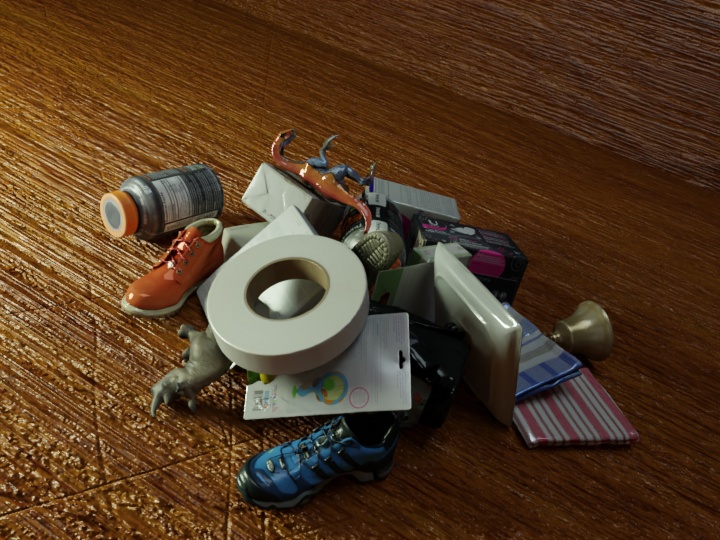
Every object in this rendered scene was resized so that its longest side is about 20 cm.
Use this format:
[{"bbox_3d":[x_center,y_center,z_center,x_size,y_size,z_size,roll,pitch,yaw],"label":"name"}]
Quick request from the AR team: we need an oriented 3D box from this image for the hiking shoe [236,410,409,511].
[{"bbox_3d":[-0.043,0.196,0.639,0.196,0.088,0.075,-5,36,-34],"label":"hiking shoe"}]

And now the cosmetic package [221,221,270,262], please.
[{"bbox_3d":[-0.134,0.006,0.926,0.102,0.075,0.199,-14,43,-42],"label":"cosmetic package"}]

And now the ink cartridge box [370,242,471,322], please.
[{"bbox_3d":[0.075,0.038,0.905,0.196,0.148,0.048,-8,37,-36],"label":"ink cartridge box"}]

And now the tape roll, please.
[{"bbox_3d":[-0.085,0.033,0.698,0.197,0.038,0.206,-5,43,4],"label":"tape roll"}]

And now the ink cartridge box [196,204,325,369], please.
[{"bbox_3d":[-0.127,0.025,0.823,0.161,0.199,0.047,52,5,37],"label":"ink cartridge box"}]

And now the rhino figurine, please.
[{"bbox_3d":[-0.188,0.100,0.716,0.086,0.061,0.201,13,48,32],"label":"rhino figurine"}]

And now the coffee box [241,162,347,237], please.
[{"bbox_3d":[-0.113,-0.121,1.055,0.113,0.081,0.200,36,10,12],"label":"coffee box"}]

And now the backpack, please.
[{"bbox_3d":[0.035,0.120,0.770,0.196,0.130,0.167,22,18,11],"label":"backpack"}]

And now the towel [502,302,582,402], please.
[{"bbox_3d":[0.232,0.122,0.911,0.143,0.024,0.200,-17,32,-17],"label":"towel"}]

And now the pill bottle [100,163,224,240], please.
[{"bbox_3d":[-0.338,-0.115,0.986,0.105,0.108,0.199,31,32,24],"label":"pill bottle"}]

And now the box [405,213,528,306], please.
[{"bbox_3d":[0.177,-0.004,1.042,0.195,0.135,0.115,10,26,-12],"label":"box"}]

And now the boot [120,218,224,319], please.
[{"bbox_3d":[-0.271,-0.009,0.846,0.074,0.109,0.200,25,32,12],"label":"boot"}]

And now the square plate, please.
[{"bbox_3d":[0.155,0.094,0.820,0.028,0.202,0.201,-19,41,-15],"label":"square plate"}]

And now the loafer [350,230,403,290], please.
[{"bbox_3d":[0.000,0.000,0.903,0.067,0.199,0.077,-13,77,-42],"label":"loafer"}]

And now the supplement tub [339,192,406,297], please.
[{"bbox_3d":[0.021,-0.048,1.043,0.119,0.125,0.202,13,29,-7],"label":"supplement tub"}]

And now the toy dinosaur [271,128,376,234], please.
[{"bbox_3d":[-0.065,-0.171,0.979,0.177,0.107,0.202,13,28,-16],"label":"toy dinosaur"}]

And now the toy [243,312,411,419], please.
[{"bbox_3d":[-0.036,0.118,0.685,0.194,0.048,0.118,-4,60,8],"label":"toy"}]

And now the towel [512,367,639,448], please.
[{"bbox_3d":[0.300,0.205,0.868,0.194,0.031,0.147,3,32,-17],"label":"towel"}]

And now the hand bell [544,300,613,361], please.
[{"bbox_3d":[0.315,0.121,0.980,0.195,0.106,0.105,-9,36,-16],"label":"hand bell"}]

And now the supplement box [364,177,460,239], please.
[{"bbox_3d":[0.099,-0.110,1.208,0.195,0.103,0.104,13,30,-6],"label":"supplement box"}]
